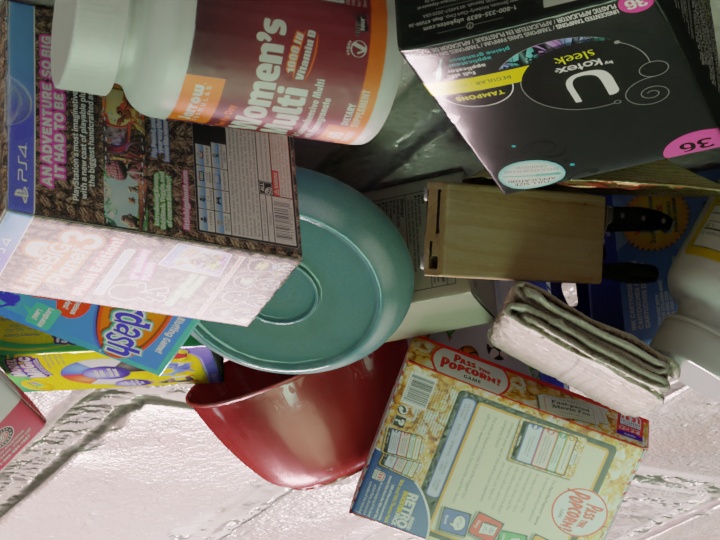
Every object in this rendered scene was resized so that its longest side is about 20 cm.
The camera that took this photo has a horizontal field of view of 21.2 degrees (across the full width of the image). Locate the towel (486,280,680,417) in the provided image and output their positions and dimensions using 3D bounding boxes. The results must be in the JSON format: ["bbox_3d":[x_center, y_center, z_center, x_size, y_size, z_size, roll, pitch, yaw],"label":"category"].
[{"bbox_3d":[0.156,0.057,1.370,0.132,0.035,0.200,29,173,3],"label":"towel"}]

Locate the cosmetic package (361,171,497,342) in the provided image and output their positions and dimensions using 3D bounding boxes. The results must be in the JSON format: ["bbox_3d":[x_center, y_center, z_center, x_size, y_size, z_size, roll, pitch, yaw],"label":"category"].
[{"bbox_3d":[0.000,0.000,1.491,0.198,0.104,0.073,-10,156,18],"label":"cosmetic package"}]

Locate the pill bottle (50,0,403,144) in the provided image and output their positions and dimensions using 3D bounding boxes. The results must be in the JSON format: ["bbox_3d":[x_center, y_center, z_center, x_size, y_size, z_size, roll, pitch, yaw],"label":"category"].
[{"bbox_3d":[-0.082,-0.142,1.163,0.198,0.110,0.110,6,154,-19],"label":"pill bottle"}]

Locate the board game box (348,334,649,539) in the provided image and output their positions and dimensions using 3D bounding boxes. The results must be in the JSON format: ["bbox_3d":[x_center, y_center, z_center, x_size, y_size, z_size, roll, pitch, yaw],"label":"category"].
[{"bbox_3d":[0.108,0.155,1.515,0.199,0.046,0.152,21,117,0],"label":"board game box"}]

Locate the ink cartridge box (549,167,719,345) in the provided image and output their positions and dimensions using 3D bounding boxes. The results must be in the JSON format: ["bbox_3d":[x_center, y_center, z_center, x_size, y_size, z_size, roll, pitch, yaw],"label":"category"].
[{"bbox_3d":[0.247,0.002,1.477,0.198,0.138,0.076,-12,152,20],"label":"ink cartridge box"}]

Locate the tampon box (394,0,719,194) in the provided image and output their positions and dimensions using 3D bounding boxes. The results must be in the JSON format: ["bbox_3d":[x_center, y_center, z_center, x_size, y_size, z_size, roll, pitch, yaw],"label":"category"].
[{"bbox_3d":[0.119,-0.152,1.137,0.149,0.127,0.200,-12,154,20],"label":"tampon box"}]

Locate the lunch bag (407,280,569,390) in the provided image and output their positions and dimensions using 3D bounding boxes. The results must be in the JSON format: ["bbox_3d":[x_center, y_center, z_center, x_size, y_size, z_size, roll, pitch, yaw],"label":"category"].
[{"bbox_3d":[0.110,0.098,1.634,0.123,0.171,0.200,6,153,-28],"label":"lunch bag"}]

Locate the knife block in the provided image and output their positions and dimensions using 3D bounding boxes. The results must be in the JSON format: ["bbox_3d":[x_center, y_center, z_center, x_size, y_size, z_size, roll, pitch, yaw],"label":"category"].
[{"bbox_3d":[0.135,-0.024,1.351,0.174,0.065,0.200,2,180,7],"label":"knife block"}]

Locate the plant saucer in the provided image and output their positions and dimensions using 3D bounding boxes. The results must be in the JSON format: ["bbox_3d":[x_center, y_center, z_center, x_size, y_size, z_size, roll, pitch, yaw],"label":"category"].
[{"bbox_3d":[-0.060,0.008,1.412,0.198,0.028,0.201,5,131,6],"label":"plant saucer"}]

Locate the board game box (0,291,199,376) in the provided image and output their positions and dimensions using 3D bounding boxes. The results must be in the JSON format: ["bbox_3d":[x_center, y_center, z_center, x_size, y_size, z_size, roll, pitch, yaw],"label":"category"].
[{"bbox_3d":[-0.200,-0.013,1.353,0.199,0.045,0.152,21,138,-15],"label":"board game box"}]

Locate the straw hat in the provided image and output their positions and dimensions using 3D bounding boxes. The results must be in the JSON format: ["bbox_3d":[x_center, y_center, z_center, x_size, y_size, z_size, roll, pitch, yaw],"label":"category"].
[{"bbox_3d":[0.164,-0.097,1.303,0.199,0.086,0.201,2,-179,0],"label":"straw hat"}]

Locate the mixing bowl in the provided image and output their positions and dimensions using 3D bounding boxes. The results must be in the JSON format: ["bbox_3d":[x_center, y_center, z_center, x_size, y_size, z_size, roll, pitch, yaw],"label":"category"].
[{"bbox_3d":[-0.035,0.114,1.608,0.199,0.109,0.200,-24,-171,4],"label":"mixing bowl"}]

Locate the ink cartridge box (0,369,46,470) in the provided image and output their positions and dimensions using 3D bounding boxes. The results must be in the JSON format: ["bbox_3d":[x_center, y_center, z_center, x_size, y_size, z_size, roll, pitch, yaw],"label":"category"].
[{"bbox_3d":[-0.348,0.099,1.433,0.147,0.083,0.200,-45,143,-9],"label":"ink cartridge box"}]

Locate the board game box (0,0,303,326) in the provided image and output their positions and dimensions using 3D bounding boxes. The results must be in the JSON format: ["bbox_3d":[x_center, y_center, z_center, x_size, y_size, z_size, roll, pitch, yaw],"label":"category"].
[{"bbox_3d":[-0.150,-0.066,1.251,0.198,0.161,0.097,10,146,-24],"label":"board game box"}]

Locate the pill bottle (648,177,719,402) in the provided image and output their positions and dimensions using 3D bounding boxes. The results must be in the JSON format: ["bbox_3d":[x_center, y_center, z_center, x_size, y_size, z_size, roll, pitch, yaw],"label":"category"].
[{"bbox_3d":[0.285,-0.009,1.355,0.111,0.201,0.111,31,171,5],"label":"pill bottle"}]

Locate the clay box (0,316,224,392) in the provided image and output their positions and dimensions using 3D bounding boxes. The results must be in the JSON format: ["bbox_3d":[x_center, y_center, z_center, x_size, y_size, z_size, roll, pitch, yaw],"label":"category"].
[{"bbox_3d":[-0.214,0.061,1.543,0.198,0.048,0.115,-4,161,2],"label":"clay box"}]
